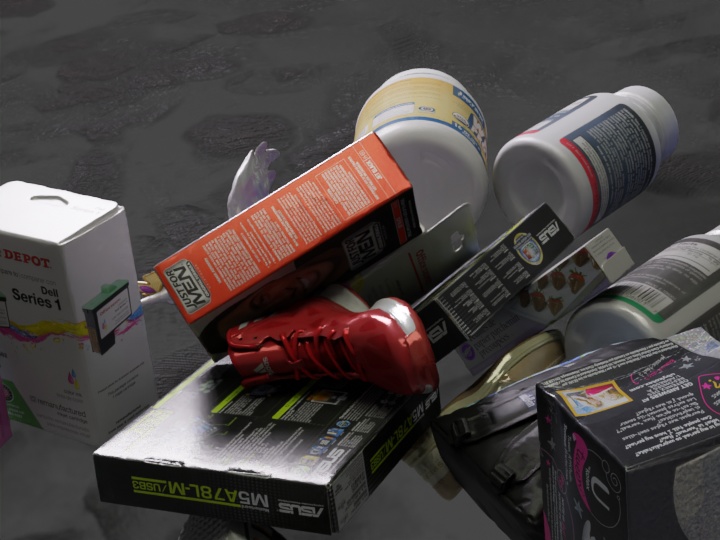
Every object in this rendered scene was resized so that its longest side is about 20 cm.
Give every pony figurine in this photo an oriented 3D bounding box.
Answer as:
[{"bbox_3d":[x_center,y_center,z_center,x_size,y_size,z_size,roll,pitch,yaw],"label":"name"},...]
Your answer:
[{"bbox_3d":[-0.093,0.000,1.423,0.200,0.167,0.193,20,46,15],"label":"pony figurine"}]

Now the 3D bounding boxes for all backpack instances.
[{"bbox_3d":[0.182,0.130,1.110,0.200,0.154,0.163,-37,33,-10],"label":"backpack"}]

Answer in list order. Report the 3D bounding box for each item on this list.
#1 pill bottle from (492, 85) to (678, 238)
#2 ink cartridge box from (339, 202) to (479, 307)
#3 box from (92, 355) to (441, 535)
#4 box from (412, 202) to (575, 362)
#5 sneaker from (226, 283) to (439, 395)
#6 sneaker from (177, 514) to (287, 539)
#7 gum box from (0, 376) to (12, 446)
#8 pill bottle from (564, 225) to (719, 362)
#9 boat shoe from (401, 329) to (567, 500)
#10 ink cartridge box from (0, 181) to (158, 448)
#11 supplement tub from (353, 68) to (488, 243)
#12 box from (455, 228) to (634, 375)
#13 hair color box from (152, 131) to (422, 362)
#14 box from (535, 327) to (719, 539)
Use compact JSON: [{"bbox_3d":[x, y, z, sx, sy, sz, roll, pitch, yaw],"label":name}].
[{"bbox_3d":[0.243,-0.118,1.572,0.120,0.120,0.200,18,37,40],"label":"pill bottle"},{"bbox_3d":[0.000,0.000,1.280,0.200,0.115,0.068,-36,67,-6],"label":"ink cartridge box"},{"bbox_3d":[-0.064,0.120,1.120,0.193,0.048,0.200,1,21,25],"label":"box"},{"bbox_3d":[0.078,0.034,1.283,0.160,0.044,0.200,-40,-1,42],"label":"box"},{"bbox_3d":[-0.028,0.068,1.103,0.115,0.078,0.200,-21,11,-19],"label":"sneaker"},{"bbox_3d":[-0.074,0.220,1.059,0.079,0.078,0.200,30,0,-22],"label":"sneaker"},{"bbox_3d":[-0.360,0.085,1.257,0.066,0.200,0.114,0,21,16],"label":"gum box"},{"bbox_3d":[0.275,0.038,1.271,0.200,0.113,0.113,-29,34,-36],"label":"pill bottle"},{"bbox_3d":[0.113,0.116,1.225,0.065,0.072,0.200,48,49,9],"label":"boat shoe"},{"bbox_3d":[-0.268,0.037,1.314,0.145,0.200,0.084,12,31,33],"label":"ink cartridge box"},{"bbox_3d":[0.063,-0.123,1.600,0.144,0.145,0.200,-4,28,6],"label":"supplement tub"},{"bbox_3d":[0.150,0.029,1.269,0.041,0.039,0.200,-32,-6,-41],"label":"box"},{"bbox_3d":[-0.053,-0.016,1.175,0.200,0.102,0.061,-32,69,-5],"label":"hair color box"},{"bbox_3d":[0.199,0.161,0.960,0.132,0.200,0.115,-17,30,-17],"label":"box"}]
